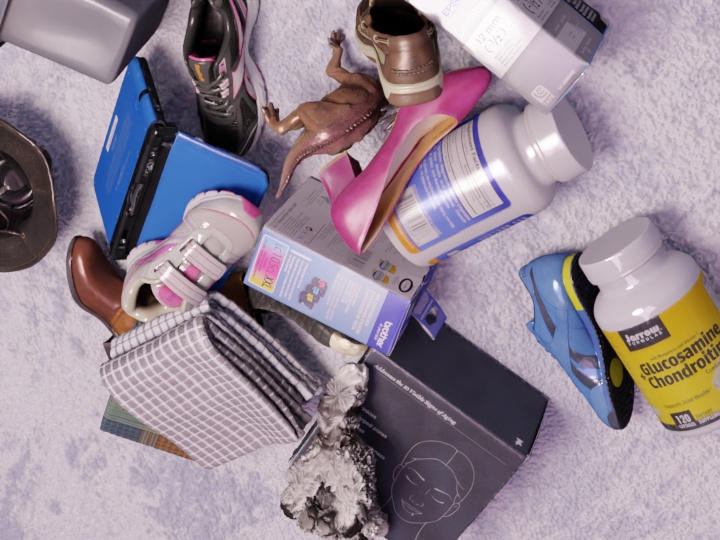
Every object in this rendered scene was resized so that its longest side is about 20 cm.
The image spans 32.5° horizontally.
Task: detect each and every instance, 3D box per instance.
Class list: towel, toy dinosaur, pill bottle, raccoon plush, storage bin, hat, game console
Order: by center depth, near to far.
[{"bbox_3d":[-0.010,-0.150,1.194,0.135,0.200,0.086,30,161,48],"label":"toy dinosaur"},{"bbox_3d":[0.119,-0.092,1.195,0.199,0.112,0.113,-27,103,28],"label":"pill bottle"},{"bbox_3d":[0.298,0.053,1.200,0.112,0.112,0.201,-29,103,29],"label":"pill bottle"},{"bbox_3d":[-0.263,-0.279,1.206,0.133,0.201,0.146,26,121,-7],"label":"storage bin"},{"bbox_3d":[0.001,0.205,1.277,0.096,0.134,0.201,24,89,24],"label":"raccoon plush"},{"bbox_3d":[-0.197,-0.099,1.314,0.117,0.172,0.201,0,141,-29],"label":"game console"},{"bbox_3d":[-0.163,0.130,1.354,0.165,0.086,0.200,-28,122,29],"label":"towel"},{"bbox_3d":[-0.398,-0.098,1.399,0.199,0.081,0.202,13,120,23],"label":"hat"},{"bbox_3d":[-0.217,0.145,1.447,0.145,0.022,0.201,20,131,-8],"label":"towel"}]

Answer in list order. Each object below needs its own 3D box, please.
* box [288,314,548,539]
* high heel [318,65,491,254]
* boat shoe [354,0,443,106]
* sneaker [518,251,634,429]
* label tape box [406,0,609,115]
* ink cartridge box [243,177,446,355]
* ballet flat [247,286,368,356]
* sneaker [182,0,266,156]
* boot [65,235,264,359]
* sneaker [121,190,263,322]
[{"bbox_3d":[0.062,0.177,1.337,0.199,0.124,0.197,36,123,1],"label":"box"},{"bbox_3d":[0.051,-0.103,1.141,0.199,0.067,0.096,-33,62,14],"label":"high heel"},{"bbox_3d":[0.035,-0.225,1.115,0.074,0.203,0.075,-15,124,-4],"label":"boat shoe"},{"bbox_3d":[0.222,0.074,1.270,0.078,0.066,0.201,-12,110,37],"label":"sneaker"},{"bbox_3d":[0.121,-0.243,1.102,0.200,0.143,0.066,41,121,-3],"label":"label tape box"},{"bbox_3d":[0.000,0.000,1.267,0.199,0.137,0.077,25,122,7],"label":"ink cartridge box"},{"bbox_3d":[-0.054,0.050,1.312,0.200,0.066,0.057,30,110,49],"label":"ballet flat"},{"bbox_3d":[-0.150,-0.206,1.252,0.080,0.086,0.202,6,117,19],"label":"sneaker"},{"bbox_3d":[-0.221,0.030,1.402,0.198,0.069,0.190,-10,110,23],"label":"boot"},{"bbox_3d":[-0.174,-0.005,1.263,0.081,0.089,0.200,36,129,-24],"label":"sneaker"}]
